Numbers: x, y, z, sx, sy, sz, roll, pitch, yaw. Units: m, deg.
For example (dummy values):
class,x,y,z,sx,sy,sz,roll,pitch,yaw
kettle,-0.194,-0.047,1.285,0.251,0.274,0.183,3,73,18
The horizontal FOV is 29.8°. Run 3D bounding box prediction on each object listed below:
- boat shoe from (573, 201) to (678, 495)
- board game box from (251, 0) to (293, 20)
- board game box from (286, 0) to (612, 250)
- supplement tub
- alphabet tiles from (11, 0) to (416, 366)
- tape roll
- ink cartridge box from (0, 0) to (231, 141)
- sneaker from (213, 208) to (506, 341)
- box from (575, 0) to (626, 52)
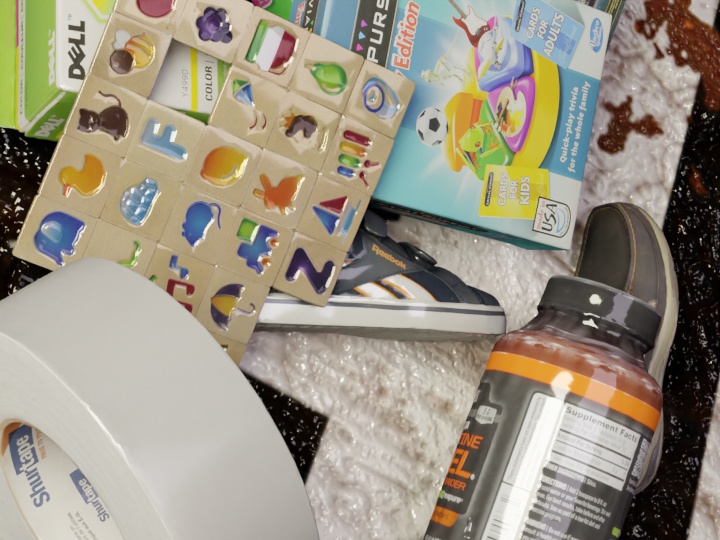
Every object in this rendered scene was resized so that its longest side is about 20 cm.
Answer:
class,x,y,z,sx,sy,sz,roll,pitch,yaw
boat shoe,0.156,0.045,0.881,0.073,0.074,0.200,15,68,-29
board game box,-0.031,-0.258,0.864,0.153,0.040,0.200,-26,91,-35
board game box,0.049,-0.105,0.802,0.200,0.047,0.151,13,85,-31
supplement tub,0.110,0.107,0.789,0.107,0.107,0.200,25,80,-24
alphabet tiles,-0.079,-0.039,0.710,0.167,0.008,0.200,22,90,-22
tape roll,-0.109,0.097,0.622,0.066,0.200,0.201,-34,96,-34
ink cartridge box,-0.172,-0.151,0.724,0.200,0.076,0.148,5,74,-32
sneaker,0.000,0.000,0.791,0.200,0.078,0.080,6,79,-29
box,0.092,-0.146,0.878,0.136,0.038,0.200,29,77,-31
